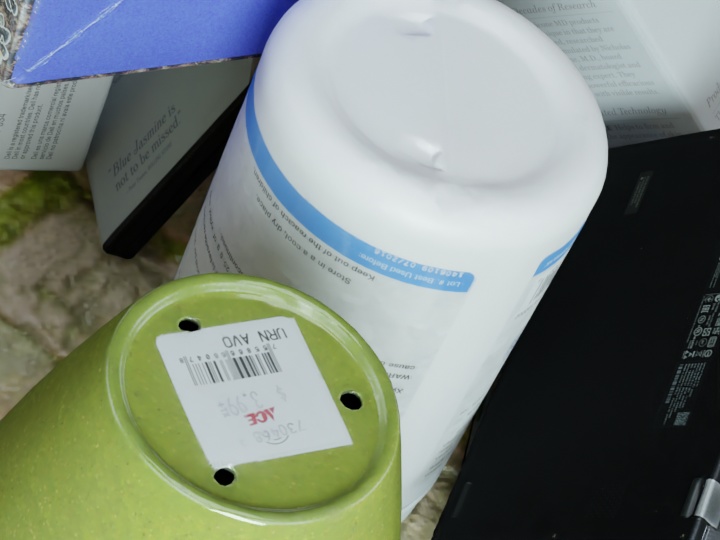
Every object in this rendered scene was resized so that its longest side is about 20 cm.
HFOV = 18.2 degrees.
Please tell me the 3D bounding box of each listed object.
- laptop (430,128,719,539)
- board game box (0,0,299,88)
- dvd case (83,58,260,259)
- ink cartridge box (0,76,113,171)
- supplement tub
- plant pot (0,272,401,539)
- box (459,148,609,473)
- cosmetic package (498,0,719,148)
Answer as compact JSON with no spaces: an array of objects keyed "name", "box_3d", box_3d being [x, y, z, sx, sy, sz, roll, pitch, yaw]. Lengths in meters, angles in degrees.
[{"name":"laptop","box_3d":[0.159,0.051,0.822,0.116,0.199,0.188,43,59,-30]},{"name":"board game box","box_3d":[-0.089,-0.180,0.838,0.159,0.097,0.201,-10,55,-32]},{"name":"dvd case","box_3d":[-0.083,-0.124,0.968,0.017,0.143,0.201,17,42,-37]},{"name":"ink cartridge box","box_3d":[-0.198,-0.116,0.903,0.199,0.146,0.084,0,51,-25]},{"name":"supplement tub","box_3d":[0.000,0.000,0.851,0.131,0.201,0.133,13,46,-14]},{"name":"plant pot","box_3d":[-0.064,0.099,0.735,0.186,0.201,0.188,12,47,-13]},{"name":"box","box_3d":[0.108,0.060,0.904,0.116,0.060,0.201,18,65,-8]},{"name":"cosmetic package","box_3d":[0.124,-0.115,0.947,0.200,0.074,0.102,53,57,-29]}]
